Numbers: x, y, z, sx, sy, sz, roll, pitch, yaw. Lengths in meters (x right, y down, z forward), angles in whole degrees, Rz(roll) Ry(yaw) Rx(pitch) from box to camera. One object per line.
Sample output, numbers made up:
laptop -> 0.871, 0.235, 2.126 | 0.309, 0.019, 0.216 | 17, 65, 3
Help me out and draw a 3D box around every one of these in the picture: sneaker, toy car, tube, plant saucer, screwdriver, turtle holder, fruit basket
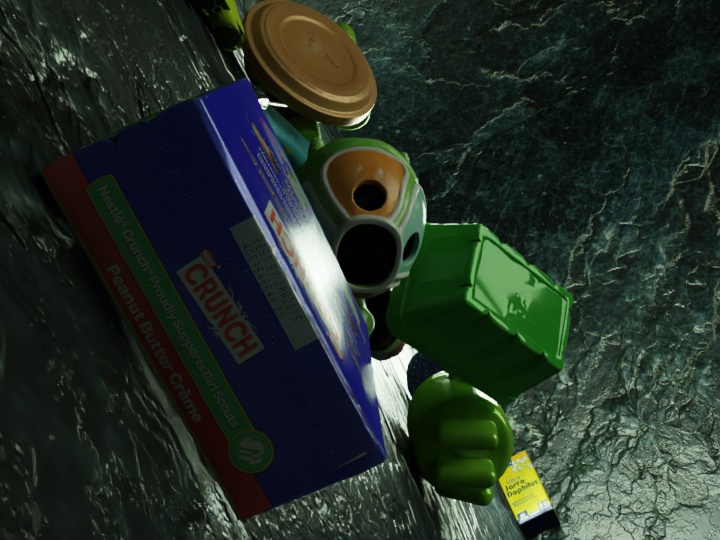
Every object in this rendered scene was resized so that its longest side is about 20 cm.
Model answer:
sneaker -> 0.118, 0.208, 1.486 | 0.201, 0.069, 0.078 | -104, 172, -45
toy car -> -0.095, -0.290, 1.390 | 0.200, 0.157, 0.166 | 40, 32, -48
sneaker -> 0.000, 0.000, 1.180 | 0.202, 0.080, 0.086 | 64, 6, 20
tube -> -0.084, -0.154, 1.312 | 0.078, 0.050, 0.200 | 55, 4, 37
plant saucer -> -0.061, -0.272, 1.305 | 0.199, 0.032, 0.202 | 23, 45, -25
screwdriver -> -0.108, -0.201, 1.228 | 0.029, 0.028, 0.200 | 21, 10, 11
turtle holder -> -0.011, -0.029, 0.987 | 0.140, 0.186, 0.132 | 26, 23, -21
fruit basket -> 0.102, 0.041, 1.104 | 0.216, 0.213, 0.157 | 58, 40, -52

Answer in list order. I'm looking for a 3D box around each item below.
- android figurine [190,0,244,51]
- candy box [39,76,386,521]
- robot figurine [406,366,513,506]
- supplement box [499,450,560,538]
android figurine -> -0.189, -0.352, 1.209 | 0.183, 0.041, 0.201 | 58, 7, -49
candy box -> -0.058, -0.001, 0.499 | 0.200, 0.076, 0.170 | -101, 165, -78
robot figurine -> 0.112, 0.185, 1.181 | 0.200, 0.114, 0.178 | -97, -173, -81
supplement box -> 0.475, 0.641, 2.918 | 0.110, 0.108, 0.201 | 59, 6, -48
